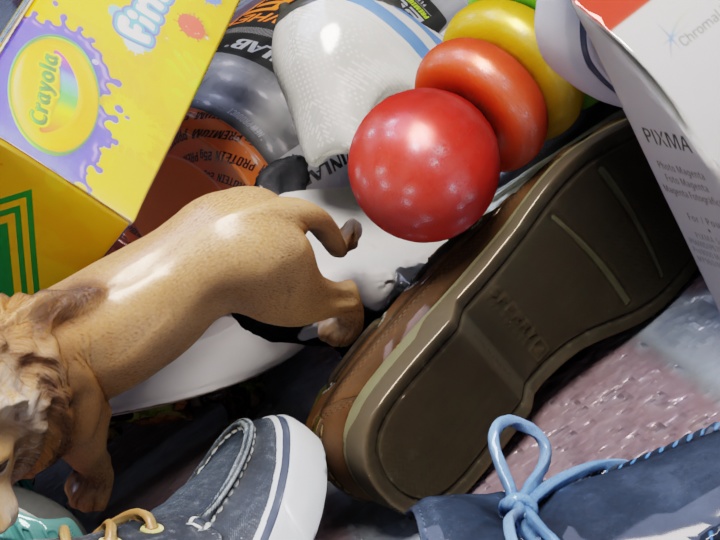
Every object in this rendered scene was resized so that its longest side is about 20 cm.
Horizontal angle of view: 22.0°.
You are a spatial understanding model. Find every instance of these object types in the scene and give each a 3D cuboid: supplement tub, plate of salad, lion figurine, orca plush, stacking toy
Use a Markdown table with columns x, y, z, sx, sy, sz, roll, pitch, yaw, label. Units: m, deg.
| x | y | z | sx | sy | sz | roll | pitch | yaw | label |
| --- | --- | --- | --- | --- | --- | --- | --- | --- | --- |
| -0.024 | -0.073 | 0.905 | 0.122 | 0.123 | 0.200 | -13 | 22 | 43 | supplement tub |
| -0.120 | 0.050 | 0.854 | 0.199 | 0.048 | 0.200 | -6 | 11 | 1 | plate of salad |
| -0.073 | 0.017 | 0.619 | 0.200 | 0.072 | 0.123 | -41 | -21 | -20 | lion figurine |
| 0.000 | 0.000 | 0.794 | 0.071 | 0.105 | 0.200 | -67 | -9 | 28 | orca plush |
| 0.067 | -0.081 | 0.689 | 0.085 | 0.086 | 0.200 | -6 | 36 | 52 | stacking toy |

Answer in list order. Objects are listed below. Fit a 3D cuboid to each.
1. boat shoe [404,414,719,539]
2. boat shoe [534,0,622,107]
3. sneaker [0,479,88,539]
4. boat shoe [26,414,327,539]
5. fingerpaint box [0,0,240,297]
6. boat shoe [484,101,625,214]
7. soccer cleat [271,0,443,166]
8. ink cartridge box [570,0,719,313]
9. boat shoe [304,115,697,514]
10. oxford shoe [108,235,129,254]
| x | y | z | sx | sy | sz | roll | pitch | yaw | label |
| --- | --- | --- | --- | --- | --- | --- | --- | --- | --- |
| 0.033 | 0.094 | 0.508 | 0.199 | 0.069 | 0.084 | -33 | 19 | -1 | boat shoe |
| 0.148 | -0.092 | 0.668 | 0.199 | 0.074 | 0.067 | -7 | 17 | -44 | boat shoe |
| -0.171 | 0.104 | 0.806 | 0.199 | 0.078 | 0.091 | -4 | 26 | 47 | sneaker |
| -0.079 | 0.101 | 0.583 | 0.071 | 0.091 | 0.201 | -41 | 16 | 42 | boat shoe |
| -0.124 | -0.051 | 0.730 | 0.167 | 0.073 | 0.201 | -46 | 17 | 39 | fingerpaint box |
| 0.101 | -0.070 | 0.779 | 0.200 | 0.065 | 0.073 | -34 | -21 | -28 | boat shoe |
| 0.037 | -0.063 | 0.799 | 0.070 | 0.087 | 0.199 | -24 | -23 | 38 | soccer cleat |
| 0.148 | -0.102 | 0.604 | 0.162 | 0.201 | 0.057 | -38 | 28 | -18 | ink cartridge box |
| 0.055 | 0.005 | 0.688 | 0.200 | 0.072 | 0.068 | -40 | 21 | -21 | boat shoe |
| -0.174 | 0.021 | 1.049 | 0.200 | 0.070 | 0.075 | -46 | -3 | -31 | oxford shoe |
